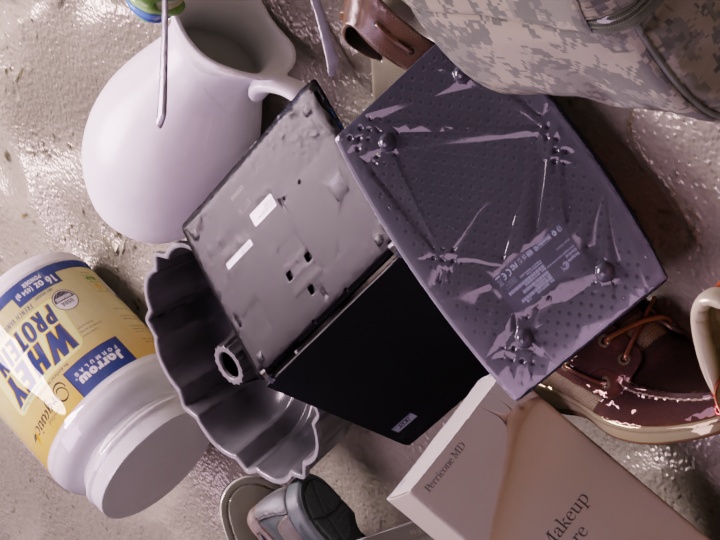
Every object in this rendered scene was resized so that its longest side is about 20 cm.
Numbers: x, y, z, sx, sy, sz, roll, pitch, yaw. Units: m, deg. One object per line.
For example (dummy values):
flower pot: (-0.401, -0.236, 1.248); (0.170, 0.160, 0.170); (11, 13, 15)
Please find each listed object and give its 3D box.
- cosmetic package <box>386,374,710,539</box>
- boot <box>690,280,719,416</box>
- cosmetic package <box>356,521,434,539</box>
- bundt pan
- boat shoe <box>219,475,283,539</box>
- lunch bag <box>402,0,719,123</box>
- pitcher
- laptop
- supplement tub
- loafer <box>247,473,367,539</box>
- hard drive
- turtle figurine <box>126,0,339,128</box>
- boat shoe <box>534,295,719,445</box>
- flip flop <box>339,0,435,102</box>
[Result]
cosmetic package: (0.128, 0.164, 1.235); (0.200, 0.104, 0.073); (39, 166, -3)
boot: (0.232, 0.076, 1.085); (0.075, 0.107, 0.201); (7, 123, 48)
cosmetic package: (0.066, 0.283, 1.427); (0.200, 0.107, 0.090); (51, 128, 25)
bundt pan: (-0.072, 0.054, 1.496); (0.202, 0.076, 0.203); (34, 140, 34)
boat shoe: (-0.045, 0.229, 1.580); (0.199, 0.075, 0.066); (40, 174, -23)
lunch bag: (0.117, -0.156, 1.026); (0.200, 0.139, 0.168); (16, 144, 50)
pitcher: (-0.106, -0.094, 1.393); (0.172, 0.121, 0.200); (49, 135, 16)
laptop: (0.000, 0.000, 1.333); (0.177, 0.103, 0.200); (-44, 67, 40)
supplement tub: (-0.231, 0.097, 1.679); (0.200, 0.144, 0.145); (43, 144, 22)
loafer: (-0.010, 0.241, 1.535); (0.063, 0.072, 0.200); (-25, 111, 28)
hard drive: (0.086, -0.039, 1.189); (0.135, 0.042, 0.200); (-42, 73, 23)
turtle figurine: (-0.077, -0.218, 1.230); (0.200, 0.143, 0.195); (-123, 39, -47)
boat shoe: (0.158, 0.051, 1.198); (0.200, 0.072, 0.072); (14, 128, 55)
flip flop: (0.018, -0.144, 1.237); (0.081, 0.057, 0.201); (30, 137, 37)
